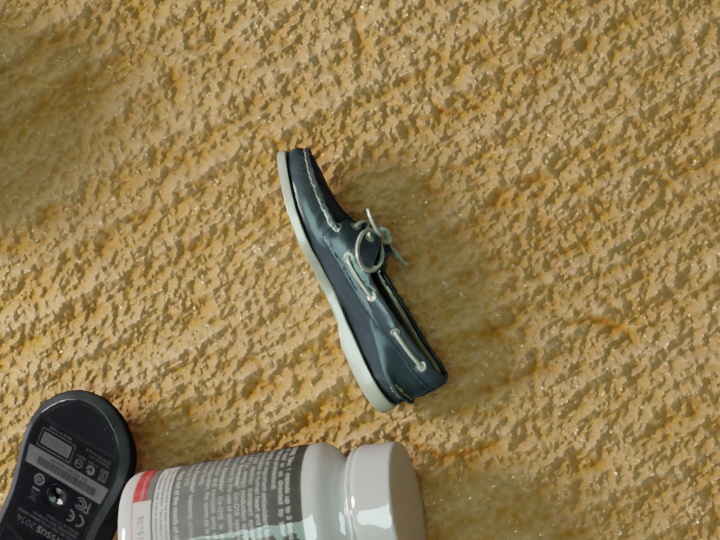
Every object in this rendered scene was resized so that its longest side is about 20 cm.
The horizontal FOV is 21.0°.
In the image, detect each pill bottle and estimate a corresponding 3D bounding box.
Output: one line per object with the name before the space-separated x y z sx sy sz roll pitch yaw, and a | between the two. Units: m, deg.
pill bottle | -0.061 0.185 1.367 0.198 0.114 0.115 -10 87 14

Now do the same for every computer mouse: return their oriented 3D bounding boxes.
computer mouse | -0.226 0.174 1.443 0.138 0.053 0.201 33 107 13

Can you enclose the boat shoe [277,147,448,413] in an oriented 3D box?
boat shoe | 0.000 0.000 1.375 0.061 0.075 0.202 -24 85 14
